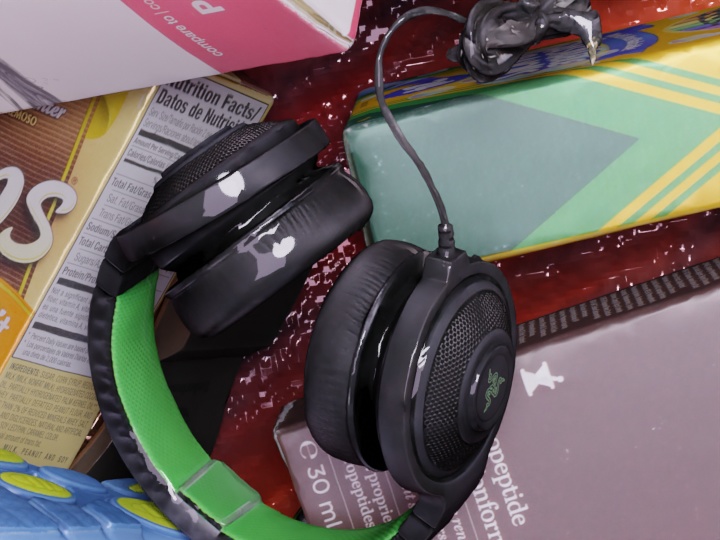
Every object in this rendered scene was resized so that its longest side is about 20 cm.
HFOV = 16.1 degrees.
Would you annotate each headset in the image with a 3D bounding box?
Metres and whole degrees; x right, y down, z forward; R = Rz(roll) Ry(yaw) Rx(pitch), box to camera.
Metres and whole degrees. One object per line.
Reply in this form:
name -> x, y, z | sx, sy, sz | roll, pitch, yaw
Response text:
headset -> 0.000, 0.000, 0.714 | 0.123, 0.094, 0.200 | 39, 130, 11

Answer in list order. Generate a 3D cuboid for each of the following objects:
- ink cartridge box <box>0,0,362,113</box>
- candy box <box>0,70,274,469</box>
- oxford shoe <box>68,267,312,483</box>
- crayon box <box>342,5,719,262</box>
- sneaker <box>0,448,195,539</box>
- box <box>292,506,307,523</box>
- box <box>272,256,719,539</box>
ink cartridge box -> -0.091, -0.128, 0.737 | 0.199, 0.083, 0.147 | -7, 62, 34
candy box -> -0.124, 0.000, 0.814 | 0.115, 0.055, 0.201 | 36, 102, 37
oxford shoe -> -0.089, 0.043, 0.853 | 0.071, 0.071, 0.201 | 36, 101, 26
crayon box -> 0.097, -0.050, 0.791 | 0.199, 0.126, 0.052 | -12, 98, 3
sneaker -> -0.099, 0.100, 0.762 | 0.071, 0.199, 0.083 | 29, 96, 40
box -> 0.051, 0.149, 0.863 | 0.200, 0.048, 0.194 | 36, 96, -2
box -> 0.083, 0.061, 0.791 | 0.199, 0.075, 0.101 | -19, 94, 4
